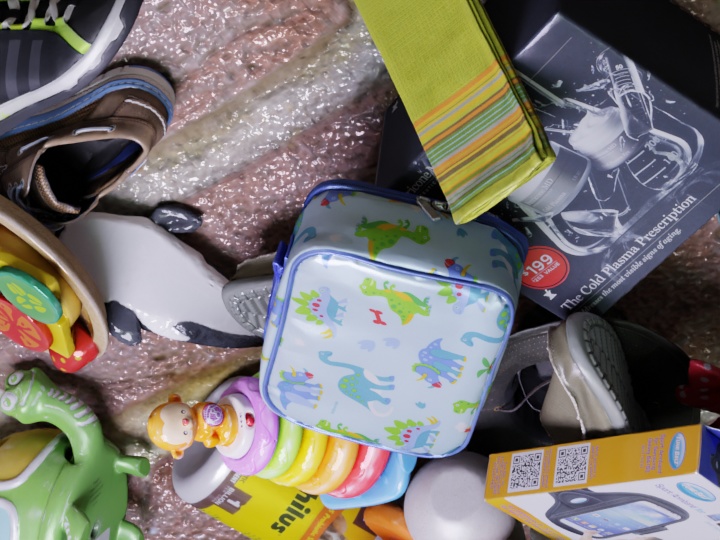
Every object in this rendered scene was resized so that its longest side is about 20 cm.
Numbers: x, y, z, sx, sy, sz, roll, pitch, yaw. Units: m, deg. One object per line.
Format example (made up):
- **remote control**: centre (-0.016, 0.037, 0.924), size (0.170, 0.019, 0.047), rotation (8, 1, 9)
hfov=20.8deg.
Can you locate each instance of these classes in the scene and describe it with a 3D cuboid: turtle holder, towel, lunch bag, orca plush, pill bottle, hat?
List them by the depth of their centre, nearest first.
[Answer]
- **towel**: centre (0.048, -0.134, 1.223), size (0.018, 0.201, 0.086), rotation (-9, 159, -48)
- **lunch bag**: centre (0.016, 0.032, 1.304), size (0.160, 0.083, 0.200), rotation (13, 140, -2)
- **hat**: centre (0.156, 0.075, 1.451), size (0.200, 0.081, 0.201), rotation (0, 138, 0)
- **orca plush**: centre (-0.133, 0.007, 1.460), size (0.199, 0.071, 0.106), rotation (8, 88, -14)
- **pill bottle**: centre (-0.041, 0.174, 1.548), size (0.200, 0.110, 0.109), rotation (32, 128, -21)
- **turtle holder**: centre (-0.256, 0.185, 1.567), size (0.131, 0.141, 0.186), rotation (14, 144, 17)

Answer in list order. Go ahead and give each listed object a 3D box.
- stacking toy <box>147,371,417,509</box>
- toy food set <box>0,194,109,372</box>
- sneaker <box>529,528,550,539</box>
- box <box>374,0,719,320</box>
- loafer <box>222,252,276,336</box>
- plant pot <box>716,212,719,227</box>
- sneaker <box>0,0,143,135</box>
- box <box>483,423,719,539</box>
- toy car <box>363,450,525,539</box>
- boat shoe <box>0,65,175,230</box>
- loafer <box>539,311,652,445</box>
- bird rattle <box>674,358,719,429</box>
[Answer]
- **stacking toy**: centre (-0.065, 0.110, 1.406), size (0.199, 0.117, 0.110), rotation (5, 165, -38)
- **toy food set**: centre (-0.266, 0.002, 1.398), size (0.199, 0.049, 0.198), rotation (28, 153, 17)
- **sneaker**: centre (0.183, 0.228, 1.518), size (0.080, 0.116, 0.199), rotation (4, 163, -13)
- **box**: centre (0.139, -0.089, 1.293), size (0.182, 0.104, 0.200), rotation (30, 128, -18)
- **loafer**: centre (0.000, 0.000, 1.404), size (0.199, 0.070, 0.075), rotation (-9, 137, 9)
- **plant pot**: centre (0.360, -0.039, 1.291), size (0.199, 0.142, 0.142), rotation (13, 133, -20)
- **sneaker**: centre (-0.230, -0.150, 1.304), size (0.200, 0.072, 0.083), rotation (-30, 121, 29)
- **box**: centre (0.197, 0.151, 1.333), size (0.199, 0.042, 0.119), rotation (-11, 147, 42)
- **toy car**: centre (0.071, 0.242, 1.453), size (0.150, 0.200, 0.175), rotation (-29, 156, -4)
- **boat shoe**: centre (-0.215, -0.071, 1.371), size (0.200, 0.073, 0.072), rotation (-33, 122, 33)
- **loafer**: centre (0.157, 0.103, 1.363), size (0.069, 0.075, 0.200), rotation (-12, 139, 14)
- **bird rattle**: centre (0.319, 0.085, 1.399), size (0.200, 0.113, 0.163), rotation (-37, 161, 4)
